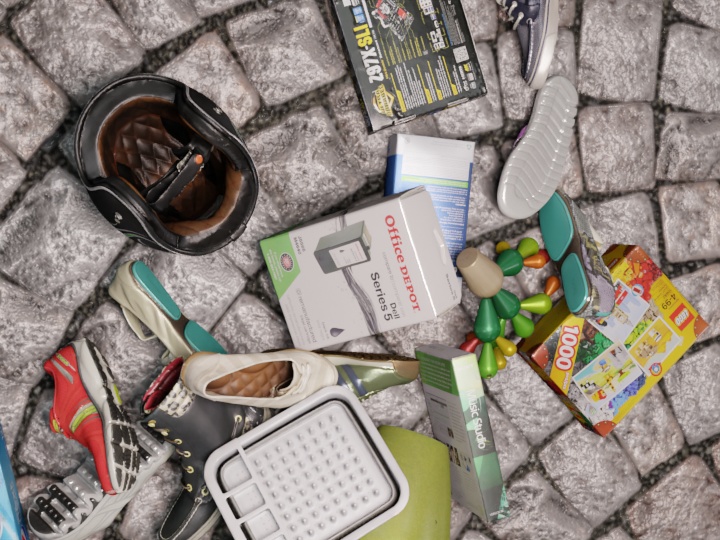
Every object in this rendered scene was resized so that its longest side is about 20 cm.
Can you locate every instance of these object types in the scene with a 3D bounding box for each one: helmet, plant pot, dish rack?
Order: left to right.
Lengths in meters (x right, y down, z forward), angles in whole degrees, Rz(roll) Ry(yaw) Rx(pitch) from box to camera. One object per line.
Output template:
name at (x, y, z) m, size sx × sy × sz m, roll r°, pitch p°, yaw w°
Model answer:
helmet at (-0.223, -0.120, 1.208) m, size 0.198 × 0.190 × 0.202 m, roll -20°, pitch 126°, yaw -30°
dish rack at (-0.060, 0.246, 1.214) m, size 0.199 × 0.044 × 0.172 m, roll -29°, pitch 67°, yaw -11°
plant pot at (0.036, 0.298, 1.292) m, size 0.185 × 0.187 × 0.202 m, roll 21°, pitch 74°, yaw -11°

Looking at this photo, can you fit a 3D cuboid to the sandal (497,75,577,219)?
sandal at (0.225, -0.153, 1.365) m, size 0.082 × 0.050 × 0.204 m, roll 34°, pitch 73°, yaw -25°

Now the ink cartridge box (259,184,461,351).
ink cartridge box at (0.000, 0.000, 1.257) m, size 0.198 × 0.084 × 0.147 m, roll -16°, pitch 96°, yaw 29°

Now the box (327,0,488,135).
box at (0.056, -0.290, 1.324) m, size 0.158 × 0.049 × 0.202 m, roll -19°, pitch 96°, yaw -7°

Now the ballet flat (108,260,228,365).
ballet flat at (-0.229, 0.076, 1.285) m, size 0.069 × 0.069 × 0.200 m, roll -41°, pitch 97°, yaw -6°

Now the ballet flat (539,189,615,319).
ballet flat at (0.275, -0.017, 1.330) m, size 0.071 × 0.072 × 0.202 m, roll -4°, pitch 49°, yaw -4°

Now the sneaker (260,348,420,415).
sneaker at (-0.027, 0.148, 1.320) m, size 0.198 × 0.067 × 0.091 m, roll 3°, pitch 93°, yaw -5°

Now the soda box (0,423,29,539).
soda box at (-0.433, 0.288, 1.246) m, size 0.063 × 0.068 × 0.202 m, roll -14°, pitch 95°, yaw -10°

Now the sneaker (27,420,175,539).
sneaker at (-0.301, 0.257, 1.275) m, size 0.199 × 0.075 × 0.082 m, roll -37°, pitch 141°, yaw -20°

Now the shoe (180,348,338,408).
shoe at (-0.107, 0.128, 1.217) m, size 0.198 × 0.053 × 0.071 m, roll 4°, pitch 98°, yaw -33°

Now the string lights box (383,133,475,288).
string lights box at (0.080, -0.064, 1.332) m, size 0.101 × 0.059 × 0.203 m, roll 5°, pitch 92°, yaw -11°

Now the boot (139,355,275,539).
boot at (-0.209, 0.213, 1.243) m, size 0.154 × 0.073 × 0.204 m, roll 40°, pitch 81°, yaw -33°

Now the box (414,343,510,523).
box at (0.124, 0.194, 1.309) m, size 0.036 × 0.144 × 0.202 m, roll -15°, pitch 96°, yaw -14°

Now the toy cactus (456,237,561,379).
toy cactus at (0.166, 0.026, 1.318) m, size 0.165 × 0.102 × 0.201 m, roll 45°, pitch 69°, yaw -40°

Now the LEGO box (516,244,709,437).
LEGO box at (0.322, 0.088, 1.375) m, size 0.200 × 0.077 × 0.149 m, roll -45°, pitch 99°, yaw -6°

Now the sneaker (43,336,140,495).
sneaker at (-0.318, 0.178, 1.240) m, size 0.084 × 0.077 × 0.201 m, roll -27°, pitch 62°, yaw 2°

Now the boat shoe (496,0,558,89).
boat shoe at (0.200, -0.333, 1.344) m, size 0.092 × 0.075 × 0.203 m, roll 7°, pitch 83°, yaw -4°
